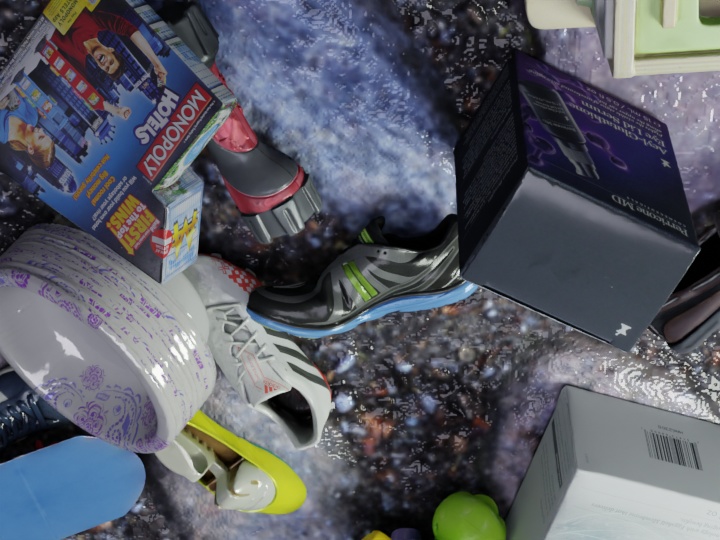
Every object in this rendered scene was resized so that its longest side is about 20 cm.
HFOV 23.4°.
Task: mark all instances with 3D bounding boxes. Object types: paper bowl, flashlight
[{"bbox_3d":[-0.203,0.043,1.396,0.200,0.105,0.201,28,150,18],"label":"paper bowl"},{"bbox_3d":[-0.100,-0.117,1.350,0.067,0.068,0.201,-29,118,-2],"label":"flashlight"}]

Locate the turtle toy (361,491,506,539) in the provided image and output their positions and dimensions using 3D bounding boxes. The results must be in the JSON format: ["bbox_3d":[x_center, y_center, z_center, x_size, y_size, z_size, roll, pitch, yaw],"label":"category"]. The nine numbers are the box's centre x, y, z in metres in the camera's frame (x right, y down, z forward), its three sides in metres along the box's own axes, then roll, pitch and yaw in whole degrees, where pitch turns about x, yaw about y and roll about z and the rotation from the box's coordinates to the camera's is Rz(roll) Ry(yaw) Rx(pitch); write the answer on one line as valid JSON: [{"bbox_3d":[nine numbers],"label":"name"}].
[{"bbox_3d":[0.059,0.287,1.579,0.145,0.101,0.200,38,115,5],"label":"turtle toy"}]

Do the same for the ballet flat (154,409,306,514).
[{"bbox_3d":[-0.130,0.171,1.528,0.200,0.067,0.067,40,113,-22],"label":"ballet flat"}]

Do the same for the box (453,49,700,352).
[{"bbox_3d":[0.157,-0.055,1.308,0.147,0.201,0.105,23,119,-14],"label":"box"}]

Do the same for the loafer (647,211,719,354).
[{"bbox_3d":[0.299,-0.015,1.413,0.063,0.072,0.200,30,120,-13],"label":"loafer"}]

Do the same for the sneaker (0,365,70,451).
[{"bbox_3d":[-0.327,0.140,1.499,0.199,0.085,0.075,-17,120,10],"label":"sneaker"}]

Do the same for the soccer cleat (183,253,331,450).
[{"bbox_3d":[-0.091,0.067,1.453,0.068,0.085,0.200,-29,118,17],"label":"soccer cleat"}]

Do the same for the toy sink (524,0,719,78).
[{"bbox_3d":[0.222,-0.220,1.257,0.198,0.112,0.131,-2,122,1],"label":"toy sink"}]

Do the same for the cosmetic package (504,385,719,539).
[{"bbox_3d":[0.242,0.236,1.537,0.198,0.123,0.201,14,122,-8],"label":"cosmetic package"}]

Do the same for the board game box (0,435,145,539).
[{"bbox_3d":[-0.293,0.190,1.539,0.199,0.039,0.158,-20,146,-6],"label":"board game box"}]

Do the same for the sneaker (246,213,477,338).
[{"bbox_3d":[0.000,0.000,1.420,0.198,0.071,0.083,-15,111,-4],"label":"sneaker"}]

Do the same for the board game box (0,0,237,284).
[{"bbox_3d":[-0.177,-0.101,1.304,0.200,0.062,0.200,46,123,2],"label":"board game box"}]
